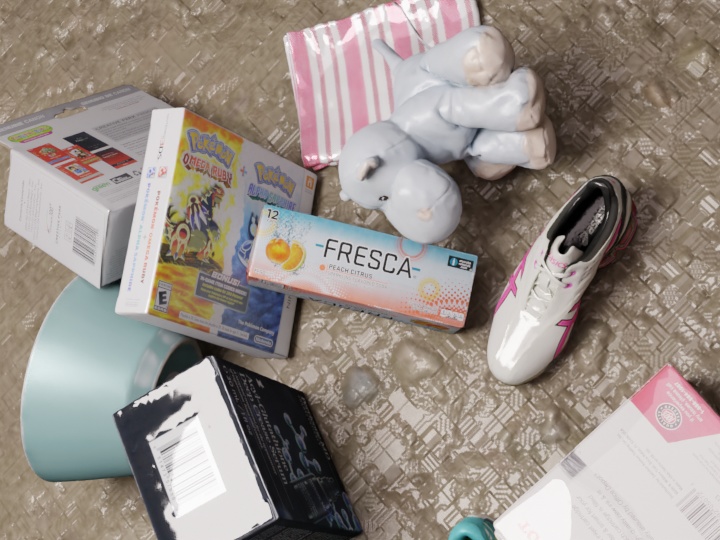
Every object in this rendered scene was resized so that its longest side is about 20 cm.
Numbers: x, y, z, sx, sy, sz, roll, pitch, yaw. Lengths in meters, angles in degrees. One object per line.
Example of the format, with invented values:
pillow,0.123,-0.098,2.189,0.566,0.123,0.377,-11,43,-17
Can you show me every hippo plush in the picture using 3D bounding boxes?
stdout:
hippo plush,0.057,-0.119,1.165,0.200,0.159,0.161,41,67,2

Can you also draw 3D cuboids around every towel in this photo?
towel,0.025,-0.190,1.306,0.198,0.030,0.148,-15,72,17

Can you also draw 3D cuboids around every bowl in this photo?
bowl,-0.214,0.105,1.240,0.104,0.201,0.203,11,81,16

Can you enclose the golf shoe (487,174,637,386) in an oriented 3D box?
golf shoe,0.164,0.005,1.168,0.072,0.092,0.202,30,90,24

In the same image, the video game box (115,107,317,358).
video game box,-0.124,-0.029,1.230,0.046,0.199,0.185,-1,76,35

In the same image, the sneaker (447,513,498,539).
sneaker,0.087,0.305,1.129,0.076,0.080,0.203,-3,76,21

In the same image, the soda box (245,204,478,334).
soda box,0.000,0.000,1.206,0.197,0.064,0.069,14,81,-4

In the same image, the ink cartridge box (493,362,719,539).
ink cartridge box,0.229,0.199,1.097,0.200,0.083,0.147,-43,66,6

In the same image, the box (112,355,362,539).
box,-0.101,0.178,1.169,0.106,0.200,0.150,-30,69,11

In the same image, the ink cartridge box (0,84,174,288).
ink cartridge box,-0.232,-0.088,1.286,0.175,0.199,0.085,31,125,25
